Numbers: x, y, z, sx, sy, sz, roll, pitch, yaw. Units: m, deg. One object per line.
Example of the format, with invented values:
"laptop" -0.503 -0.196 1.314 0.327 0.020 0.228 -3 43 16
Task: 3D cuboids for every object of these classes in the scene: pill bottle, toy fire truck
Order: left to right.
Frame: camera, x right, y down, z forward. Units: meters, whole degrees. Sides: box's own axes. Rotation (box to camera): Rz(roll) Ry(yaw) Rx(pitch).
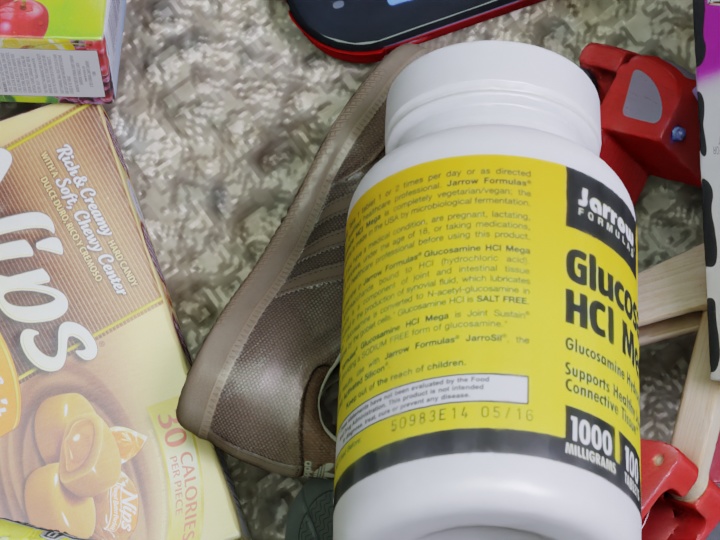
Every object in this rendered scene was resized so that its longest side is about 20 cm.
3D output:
"pill bottle" 0.048 0.020 1.027 0.111 0.113 0.201 1 60 3
"toy fire truck" 0.108 0.011 1.100 0.140 0.049 0.201 19 76 41

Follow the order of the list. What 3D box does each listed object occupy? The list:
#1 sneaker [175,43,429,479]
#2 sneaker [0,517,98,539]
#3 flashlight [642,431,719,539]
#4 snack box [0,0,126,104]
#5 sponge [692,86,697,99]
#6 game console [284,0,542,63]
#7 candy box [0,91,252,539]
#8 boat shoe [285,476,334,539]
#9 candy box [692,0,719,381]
"sneaker" 0.000 0.000 1.122 0.075 0.071 0.201 28 64 5
"sneaker" -0.099 0.126 1.040 0.199 0.076 0.076 14 56 -21
"flashlight" 0.149 0.064 1.113 0.067 0.068 0.201 18 80 10
"snack box" -0.165 -0.168 1.162 0.141 0.053 0.201 3 60 2
"sponge" 0.219 -0.078 1.035 0.030 0.200 0.112 -9 65 -43
"game console" 0.045 -0.194 1.195 0.199 0.031 0.178 -19 77 -2
"candy box" -0.130 0.039 1.137 0.115 0.055 0.201 -19 76 -1
"boat shoe" 0.055 0.148 1.071 0.202 0.065 0.075 38 110 31
"candy box" 0.192 -0.057 1.002 0.136 0.061 0.202 5 101 46
